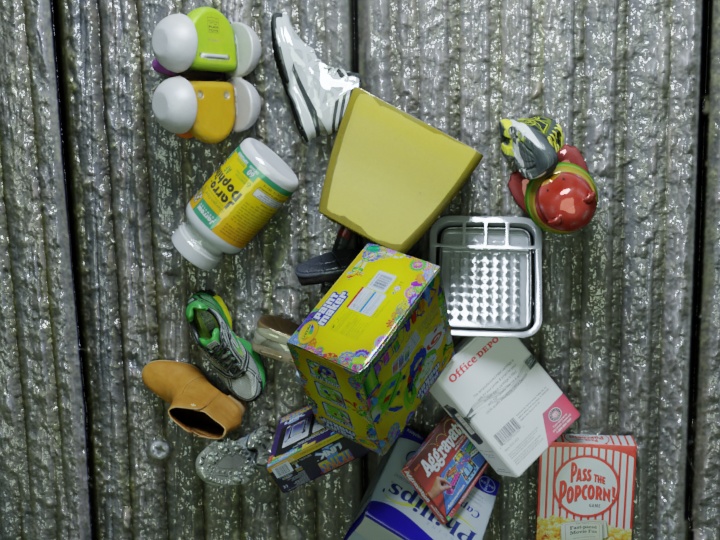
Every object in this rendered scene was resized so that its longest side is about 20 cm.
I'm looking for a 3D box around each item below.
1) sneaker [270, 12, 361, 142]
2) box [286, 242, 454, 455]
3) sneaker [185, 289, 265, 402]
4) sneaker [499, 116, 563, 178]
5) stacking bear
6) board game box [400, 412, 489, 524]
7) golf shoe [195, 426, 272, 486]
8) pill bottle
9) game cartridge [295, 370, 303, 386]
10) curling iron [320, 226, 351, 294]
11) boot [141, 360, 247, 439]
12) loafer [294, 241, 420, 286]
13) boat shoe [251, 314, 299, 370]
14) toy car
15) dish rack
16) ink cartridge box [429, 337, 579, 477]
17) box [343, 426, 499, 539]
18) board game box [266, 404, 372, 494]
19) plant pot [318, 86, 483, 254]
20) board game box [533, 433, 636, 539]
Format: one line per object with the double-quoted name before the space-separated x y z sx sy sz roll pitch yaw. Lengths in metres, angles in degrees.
"sneaker" -0.064 -0.307 1.418 0.115 0.076 0.201 -18 93 -7
"box" 0.023 0.108 1.275 0.122 0.200 0.193 20 144 30
"sneaker" -0.226 0.130 1.493 0.078 0.085 0.200 -32 95 11
"sneaker" 0.257 -0.189 1.326 0.084 0.200 0.075 -13 112 -1
"stacking bear" 0.289 -0.105 1.327 0.121 0.200 0.114 -29 97 11
"board game box" 0.145 0.286 1.422 0.103 0.200 0.019 52 133 -2
"golf shoe" -0.213 0.311 1.467 0.097 0.200 0.078 -29 77 22
"pill bottle" -0.200 -0.099 1.437 0.113 0.113 0.200 44 102 -1
"game cartridge" 0.000 0.124 1.418 0.133 0.041 0.200 33 60 22
"curling iron" -0.035 -0.058 1.469 0.050 0.026 0.200 19 107 25
"boot" -0.284 0.205 1.478 0.201 0.144 0.071 21 98 9
"loafer" 0.000 0.000 1.441 0.200 0.072 0.063 -15 116 -4
"boat shoe" -0.080 0.138 1.486 0.200 0.072 0.065 22 110 6
"toy car" -0.252 -0.296 1.404 0.150 0.175 0.200 11 104 42
"dish rack" 0.189 0.014 1.403 0.171 0.044 0.200 2 64 6
"ink cartridge box" 0.213 0.194 1.423 0.145 0.084 0.200 -40 92 -16
"box" 0.097 0.377 1.424 0.184 0.200 0.105 31 129 1
"board game box" -0.041 0.248 1.445 0.200 0.165 0.057 -28 103 11
"plant pot" 0.041 -0.127 1.342 0.200 0.200 0.177 29 91 2
"board game box" 0.357 0.363 1.476 0.151 0.046 0.200 1 99 7
